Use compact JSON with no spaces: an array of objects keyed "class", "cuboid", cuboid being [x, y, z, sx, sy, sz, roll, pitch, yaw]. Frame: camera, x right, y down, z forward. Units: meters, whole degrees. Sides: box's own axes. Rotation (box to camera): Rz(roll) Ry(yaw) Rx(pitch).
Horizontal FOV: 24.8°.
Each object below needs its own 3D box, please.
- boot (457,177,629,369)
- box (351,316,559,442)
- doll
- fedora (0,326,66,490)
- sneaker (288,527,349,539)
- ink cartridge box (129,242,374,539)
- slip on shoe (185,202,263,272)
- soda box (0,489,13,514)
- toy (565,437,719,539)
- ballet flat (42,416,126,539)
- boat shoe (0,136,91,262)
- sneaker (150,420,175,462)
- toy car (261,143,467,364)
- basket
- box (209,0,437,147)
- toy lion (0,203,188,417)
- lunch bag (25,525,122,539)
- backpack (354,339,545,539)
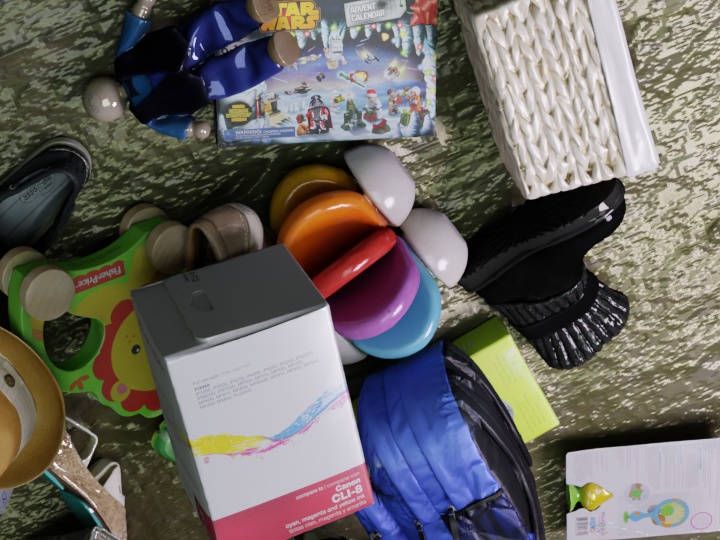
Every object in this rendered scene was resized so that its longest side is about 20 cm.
[{"class":"boot","cuboid":[0.204,0.001,1.527,0.158,0.080,0.211,39,138,-20]},{"class":"box","cuboid":[0.081,0.147,1.619,0.199,0.048,0.122,-30,116,3]},{"class":"doll","cuboid":[-0.154,-0.178,1.398,0.199,0.048,0.137,-21,102,26]},{"class":"fedora","cuboid":[-0.353,0.130,1.408,0.200,0.082,0.201,3,124,5]},{"class":"sneaker","cuboid":[-0.032,0.292,1.608,0.199,0.080,0.074,-4,87,26]},{"class":"ink cartridge box","cuboid":[-0.092,0.106,1.381,0.144,0.145,0.201,-19,117,-12]},{"class":"slip on shoe","cuboid":[-0.127,0.041,1.459,0.060,0.076,0.201,-21,125,-51]},{"class":"soda box","cuboid":[-0.371,0.129,1.499,0.068,0.064,0.201,-3,122,8]},{"class":"toy","cuboid":[0.308,0.216,1.694,0.199,0.047,0.116,-7,119,-4]},{"class":"ballet flat","cuboid":[-0.265,0.193,1.563,0.065,0.070,0.200,-48,132,-21]},{"class":"boat shoe","cuboid":[-0.313,-0.031,1.452,0.199,0.066,0.075,-40,116,9]},{"class":"sneaker","cuboid":[-0.104,0.187,1.582,0.199,0.084,0.074,23,109,-19]},{"class":"toy car","cuboid":[0.000,0.000,1.478,0.175,0.150,0.200,-38,115,7]},{"class":"basket","cuboid":[0.166,-0.177,1.437,0.123,0.136,0.201,-20,116,1]},{"class":"box","cuboid":[-0.032,-0.183,1.449,0.199,0.040,0.138,-4,114,-8]},{"class":"toy lion","cuboid":[-0.216,0.051,1.480,0.199,0.069,0.193,-21,122,-32]},{"class":"lunch bag","cuboid":[-0.234,0.343,1.577,0.200,0.164,0.118,37,59,-24]},{"class":"backpack","cuboid":[0.068,0.182,1.516,0.167,0.163,0.200,-25,117,5]}]
